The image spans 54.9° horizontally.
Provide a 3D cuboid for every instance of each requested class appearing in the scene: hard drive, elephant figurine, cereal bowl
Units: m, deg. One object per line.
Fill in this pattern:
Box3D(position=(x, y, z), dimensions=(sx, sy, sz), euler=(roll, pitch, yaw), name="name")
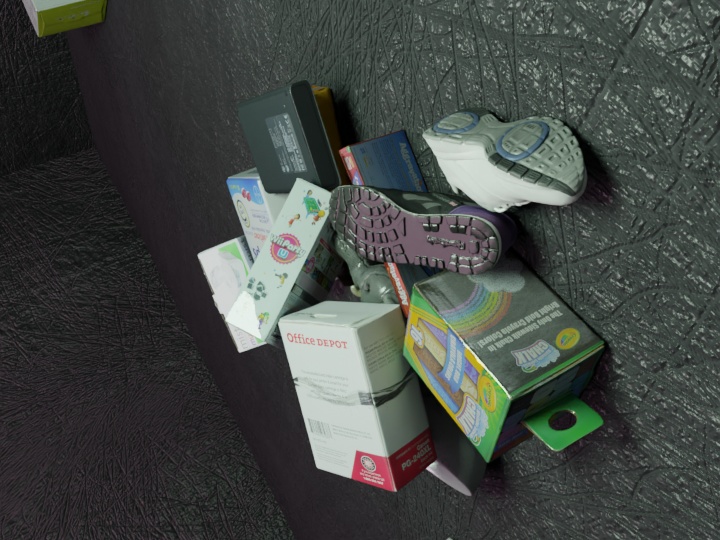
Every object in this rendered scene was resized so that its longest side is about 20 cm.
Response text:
Box3D(position=(-0.104, -0.175, 0.951), dimensions=(0.200, 0.033, 0.140), euler=(10, 121, 60), name="hard drive")
Box3D(position=(0.050, 0.056, 0.869), dimensions=(0.142, 0.154, 0.201), euler=(-84, -15, -61), name="elephant figurine")
Box3D(position=(0.093, 0.216, 0.955), dimensions=(0.200, 0.083, 0.200), euler=(37, 166, 11), name="cereal bowl")

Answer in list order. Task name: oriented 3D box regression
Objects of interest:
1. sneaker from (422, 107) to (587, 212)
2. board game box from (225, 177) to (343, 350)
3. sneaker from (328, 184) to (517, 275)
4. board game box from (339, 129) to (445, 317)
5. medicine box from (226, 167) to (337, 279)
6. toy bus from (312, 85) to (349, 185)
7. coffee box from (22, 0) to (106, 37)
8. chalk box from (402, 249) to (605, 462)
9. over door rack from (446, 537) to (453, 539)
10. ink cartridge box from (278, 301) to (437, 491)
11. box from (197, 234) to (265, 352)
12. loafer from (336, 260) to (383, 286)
Box3D(position=(0.137, -0.093, 0.637), dimensions=(0.200, 0.074, 0.087), euler=(41, 160, 58), name="sneaker")
Box3D(position=(-0.082, 0.001, 0.912), dimensions=(0.064, 0.201, 0.148), euler=(24, 172, 15), name="board game box")
Box3D(position=(0.064, -0.048, 0.725), dimensions=(0.199, 0.087, 0.076), euler=(18, 118, 26), name="sneaker")
Box3D(position=(0.051, -0.057, 0.800), dimensions=(0.019, 0.103, 0.201), euler=(-17, 96, 46), name="board game box")
Box3D(position=(-0.126, -0.077, 1.174), dimensions=(0.182, 0.103, 0.201), euler=(15, 125, 63), name="medicine box")
Box3D(position=(-0.063, -0.160, 1.003), dimensions=(0.078, 0.065, 0.201), euler=(28, 136, 54), name="toy bus")
Box3D(position=(-0.842, -0.799, 1.936), dimensions=(0.200, 0.199, 0.199), euler=(-8, 106, 66), name="coffee box")
Box3D(position=(0.150, 0.096, 0.699), dimensions=(0.200, 0.124, 0.124), euler=(52, 154, 33), name="chalk box")
Box3D(position=(0.191, 0.565, 1.144), dimensions=(0.148, 0.066, 0.201), euler=(8, 119, 63), name="over door rack")
Box3D(position=(-0.005, 0.141, 0.825), dimensions=(0.145, 0.083, 0.201), euler=(0, 107, 48), name="ink cartridge box")
Box3D(position=(-0.200, 0.030, 1.335), dimensions=(0.201, 0.096, 0.176), euler=(68, -161, -4), name="box")
Box3D(position=(0.000, 0.000, 1.007), dimensions=(0.200, 0.071, 0.073), euler=(2, 114, 66), name="loafer")
